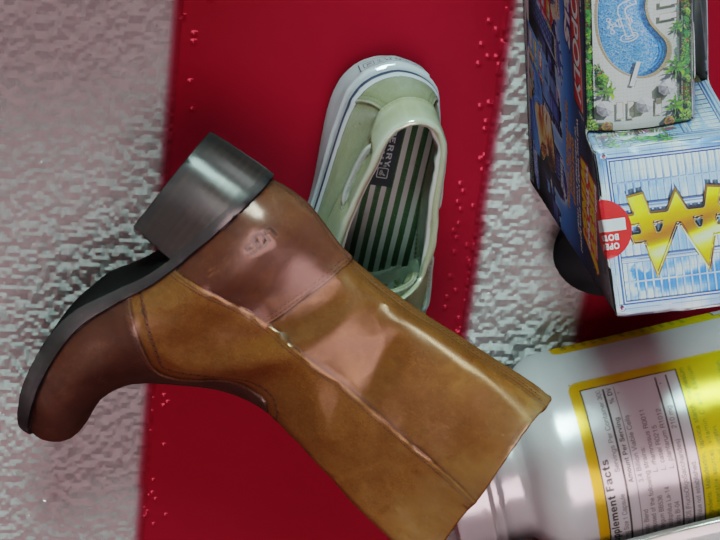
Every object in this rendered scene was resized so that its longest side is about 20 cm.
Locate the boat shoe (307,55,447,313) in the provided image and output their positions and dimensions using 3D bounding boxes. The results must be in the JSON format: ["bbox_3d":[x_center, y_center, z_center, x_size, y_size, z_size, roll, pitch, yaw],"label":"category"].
[{"bbox_3d":[0.000,0.000,1.018,0.072,0.062,0.201,1,120,-10],"label":"boat shoe"}]

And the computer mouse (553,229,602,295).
[{"bbox_3d":[0.188,-0.034,1.046,0.199,0.034,0.059,-22,121,3],"label":"computer mouse"}]

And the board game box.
[{"bbox_3d":[0.113,-0.080,0.909,0.061,0.200,0.201,-8,122,-4],"label":"board game box"}]

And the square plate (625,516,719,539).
[{"bbox_3d":[0.158,0.171,1.107,0.199,0.029,0.198,-13,154,-1],"label":"square plate"}]

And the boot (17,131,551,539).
[{"bbox_3d":[-0.040,0.062,1.004,0.200,0.069,0.188,39,111,-3],"label":"boot"}]

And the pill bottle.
[{"bbox_3d":[0.138,0.081,1.065,0.199,0.104,0.105,-13,122,-1],"label":"pill bottle"}]
